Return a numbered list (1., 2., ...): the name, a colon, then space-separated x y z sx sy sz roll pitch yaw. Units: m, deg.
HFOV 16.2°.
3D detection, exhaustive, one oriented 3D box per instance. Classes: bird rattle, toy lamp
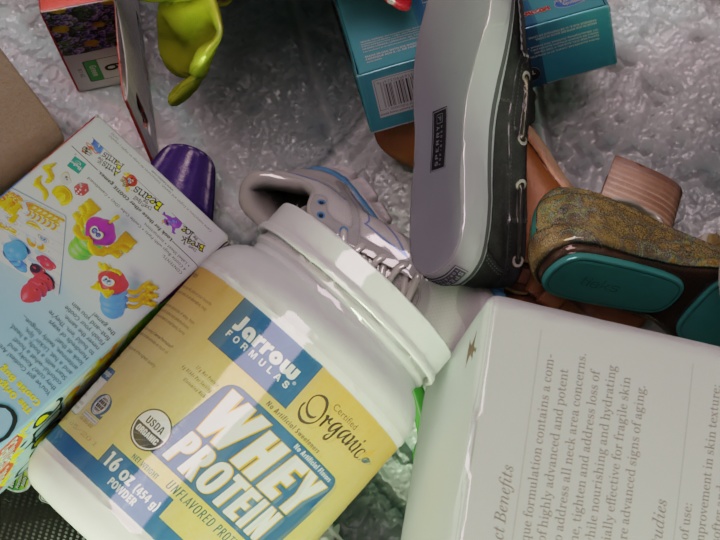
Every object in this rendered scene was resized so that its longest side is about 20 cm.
1. bird rattle: -0.054 -0.195 1.478 0.199 0.113 0.163 -27 25 6
2. toy lamp: -0.131 0.016 1.487 0.058 0.058 0.201 13 63 11

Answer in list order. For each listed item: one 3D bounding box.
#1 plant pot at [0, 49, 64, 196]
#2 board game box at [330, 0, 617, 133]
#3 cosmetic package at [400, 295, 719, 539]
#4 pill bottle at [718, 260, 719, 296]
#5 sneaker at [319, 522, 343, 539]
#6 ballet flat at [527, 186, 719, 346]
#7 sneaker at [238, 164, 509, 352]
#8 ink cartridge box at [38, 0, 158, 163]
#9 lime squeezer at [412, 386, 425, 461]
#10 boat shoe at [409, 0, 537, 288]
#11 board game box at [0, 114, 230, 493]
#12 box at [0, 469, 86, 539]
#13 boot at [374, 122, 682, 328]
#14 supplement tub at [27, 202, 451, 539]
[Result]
1. plant pot: -0.278 -0.051 1.476 0.177 0.200 0.200 -31 67 -20
2. board game box: 0.055 -0.179 1.522 0.150 0.047 0.201 -15 43 0
3. cosmetic package: 0.132 0.134 1.335 0.199 0.166 0.168 13 68 -7
4. pill bottle: 0.300 -0.013 1.395 0.199 0.113 0.113 -25 64 -36
5. sneaker: -0.037 0.143 1.425 0.093 0.070 0.200 -45 67 -6
6. ballet flat: 0.179 0.000 1.426 0.199 0.071 0.071 19 65 -27
7. sneaker: 0.000 0.000 1.442 0.200 0.086 0.075 35 106 39
8. ink cartridge box: -0.166 -0.166 1.545 0.050 0.109 0.201 -10 67 2
9. lime squeezer: 0.076 0.111 1.453 0.199 0.038 0.071 33 42 18
10. boat shoe: 0.067 -0.087 1.405 0.056 0.068 0.201 13 78 -33
11. board game box: -0.182 0.030 1.370 0.105 0.103 0.200 43 59 6
12. box: -0.230 0.177 1.361 0.192 0.048 0.201 22 54 -13
13. boot: 0.075 -0.010 1.478 0.199 0.074 0.155 19 75 16
14. supplement tub: -0.062 0.079 1.337 0.144 0.145 0.200 39 83 19
